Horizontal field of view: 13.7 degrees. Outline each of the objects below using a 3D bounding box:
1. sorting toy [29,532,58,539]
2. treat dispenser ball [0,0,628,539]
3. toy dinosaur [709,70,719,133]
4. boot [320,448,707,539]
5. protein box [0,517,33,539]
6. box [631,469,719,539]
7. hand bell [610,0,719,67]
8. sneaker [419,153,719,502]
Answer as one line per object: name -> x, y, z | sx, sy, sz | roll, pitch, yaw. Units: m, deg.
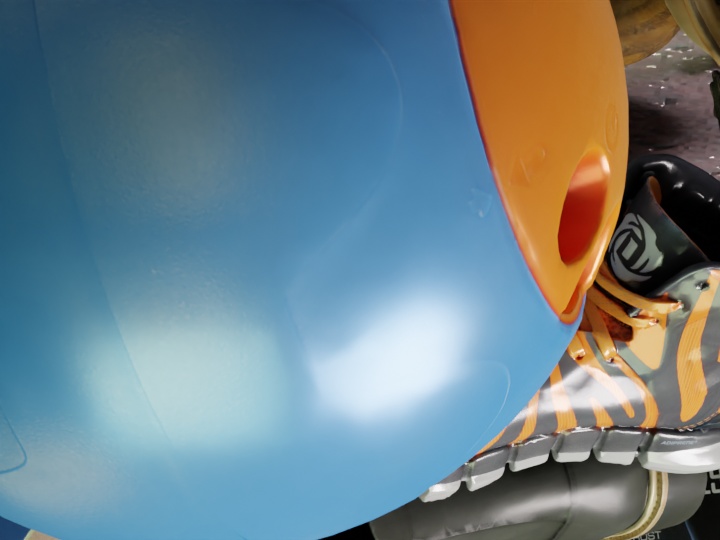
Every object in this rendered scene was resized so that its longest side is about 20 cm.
sorting toy -> -0.120, 0.148, 1.145 | 0.036, 0.200, 0.185 | 12, 166, 33
treat dispenser ball -> -0.038, -0.034, 0.695 | 0.201, 0.201, 0.201 | 1, 164, 0
toy dinosaur -> 0.167, -0.046, 0.911 | 0.102, 0.077, 0.200 | -11, 158, -5
boot -> 0.013, 0.085, 1.092 | 0.138, 0.078, 0.200 | -11, 169, -33
protein box -> -0.242, 0.089, 0.973 | 0.199, 0.200, 0.135 | 37, 170, -15
box -> 0.187, 0.071, 1.180 | 0.164, 0.086, 0.200 | -9, 176, 31
hand bell -> 0.090, -0.078, 0.792 | 0.104, 0.104, 0.200 | 6, 177, -17
sneaker -> 0.059, 0.012, 0.977 | 0.200, 0.078, 0.112 | -5, 141, -24
